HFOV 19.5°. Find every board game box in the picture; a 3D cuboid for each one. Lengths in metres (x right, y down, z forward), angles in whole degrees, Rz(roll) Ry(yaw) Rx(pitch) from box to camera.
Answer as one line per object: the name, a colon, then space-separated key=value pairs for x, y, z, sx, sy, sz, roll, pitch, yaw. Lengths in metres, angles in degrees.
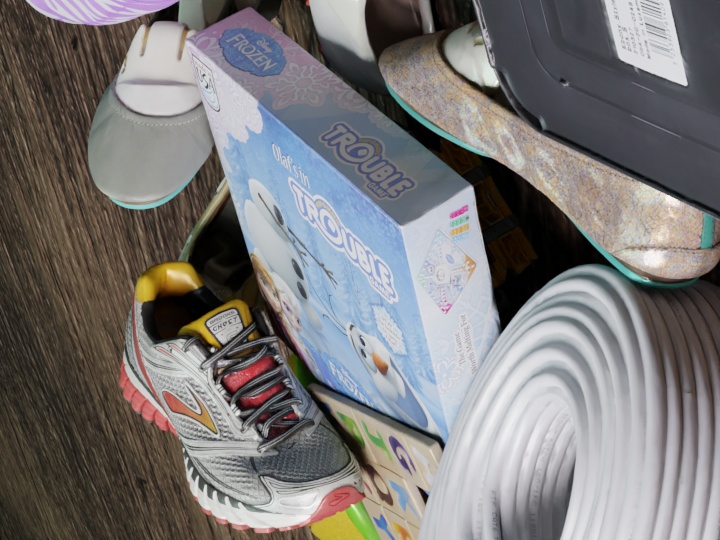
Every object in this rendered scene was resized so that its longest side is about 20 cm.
board game box: x=0.000 y=0.000 z=1.004 sx=0.200 sy=0.043 sz=0.199 roll=43 pitch=154 yaw=46

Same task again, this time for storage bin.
storage bin: x=0.119 y=-0.099 z=0.661 sx=0.200 sy=0.094 sz=0.135 roll=34 pitch=148 yaw=54

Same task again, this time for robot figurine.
robot figurine: x=0.029 y=-0.013 z=1.074 sx=0.145 sy=0.058 sz=0.200 roll=60 pitch=162 yaw=1

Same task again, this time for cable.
cable: x=0.091 y=0.095 z=0.861 sx=0.200 sy=0.069 sz=0.200 roll=144 pitch=138 yaw=-59

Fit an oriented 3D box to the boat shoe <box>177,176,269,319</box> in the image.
boat shoe: x=-0.081 y=0.005 z=1.198 sx=0.072 sy=0.076 sz=0.200 roll=24 pitch=108 yaw=13

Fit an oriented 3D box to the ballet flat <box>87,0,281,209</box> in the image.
ballet flat: x=-0.093 y=-0.115 z=1.077 sx=0.067 sy=0.200 sz=0.064 roll=10 pitch=133 yaw=13

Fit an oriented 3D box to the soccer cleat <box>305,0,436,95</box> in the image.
soccer cleat: x=-0.013 y=-0.168 z=0.956 sx=0.078 sy=0.069 sz=0.200 roll=23 pitch=146 yaw=53

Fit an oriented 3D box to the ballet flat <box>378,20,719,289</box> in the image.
ballet flat: x=0.083 y=-0.069 z=0.868 sx=0.200 sy=0.068 sz=0.067 roll=39 pitch=133 yaw=37

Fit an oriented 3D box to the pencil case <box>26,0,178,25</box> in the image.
pencil case: x=-0.127 y=-0.166 z=1.037 sx=0.085 sy=0.084 sz=0.200 roll=18 pitch=176 yaw=-17

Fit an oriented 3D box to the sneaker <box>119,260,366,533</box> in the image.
sneaker: x=-0.069 y=0.065 z=1.092 sx=0.200 sy=0.078 sz=0.082 roll=39 pitch=138 yaw=41

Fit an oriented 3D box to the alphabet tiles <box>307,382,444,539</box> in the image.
alphabet tiles: x=0.044 y=0.156 z=1.050 sx=0.200 sy=0.008 sz=0.167 roll=65 pitch=163 yaw=-15

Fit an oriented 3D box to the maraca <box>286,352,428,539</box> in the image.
maraca: x=0.000 y=0.085 z=1.213 sx=0.137 sy=0.107 sz=0.200 roll=55 pitch=-164 yaw=-39
